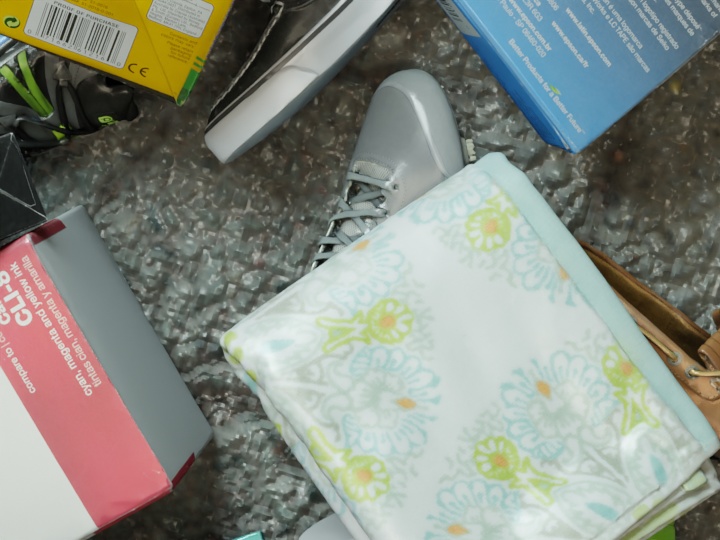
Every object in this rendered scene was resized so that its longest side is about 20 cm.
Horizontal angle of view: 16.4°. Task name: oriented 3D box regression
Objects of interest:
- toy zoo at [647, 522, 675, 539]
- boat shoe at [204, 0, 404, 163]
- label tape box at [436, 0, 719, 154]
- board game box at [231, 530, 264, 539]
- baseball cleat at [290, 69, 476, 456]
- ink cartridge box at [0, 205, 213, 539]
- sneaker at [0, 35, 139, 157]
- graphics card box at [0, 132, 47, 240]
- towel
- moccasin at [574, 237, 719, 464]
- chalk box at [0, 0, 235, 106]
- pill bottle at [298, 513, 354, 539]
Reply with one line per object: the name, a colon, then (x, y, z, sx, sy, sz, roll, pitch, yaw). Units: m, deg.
toy zoo: (0.103, 0.181, 1.234, 0.131, 0.020, 0.201, 12, 70, -34)
boat shoe: (-0.018, -0.143, 1.247, 0.068, 0.074, 0.199, 43, 97, 1)
label tape box: (0.129, -0.176, 1.201, 0.200, 0.063, 0.144, -40, 103, -2)
board game box: (-0.119, 0.233, 1.247, 0.199, 0.045, 0.153, -19, 84, -4)
baseball cleat: (0.000, 0.000, 1.251, 0.070, 0.106, 0.201, 12, 102, 47)
ink cartridge box: (-0.201, 0.082, 1.257, 0.199, 0.145, 0.145, -30, 95, 7)
sneaker: (-0.158, -0.090, 1.266, 0.083, 0.071, 0.200, 40, 96, 4)
graphics card box: (-0.259, -0.006, 1.212, 0.200, 0.125, 0.051, -15, 97, 47)
towel: (0.057, 0.065, 1.196, 0.171, 0.048, 0.200, -34, 82, -18)
moccasin: (0.178, 0.046, 1.264, 0.201, 0.074, 0.078, 30, 108, 9)
chalk box: (-0.099, -0.206, 1.192, 0.124, 0.201, 0.124, 21, 142, -9)
pill bottle: (0.040, 0.217, 1.271, 0.119, 0.120, 0.201, -18, 96, 7)
